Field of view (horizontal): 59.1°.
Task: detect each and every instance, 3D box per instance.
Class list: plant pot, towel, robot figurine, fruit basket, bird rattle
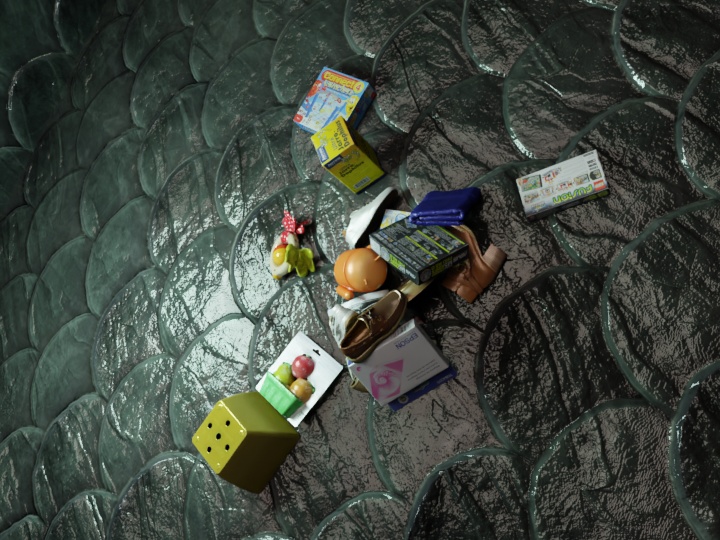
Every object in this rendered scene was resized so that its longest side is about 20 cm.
[{"bbox_3d":[-0.320,0.446,1.683,0.200,0.176,0.201,38,93,33],"label":"plant pot"},{"bbox_3d":[0.214,-0.156,1.589,0.146,0.200,0.050,-3,111,24],"label":"towel"},{"bbox_3d":[-0.001,0.002,1.656,0.143,0.200,0.118,-19,95,-18],"label":"robot figurine"},{"bbox_3d":[-0.166,0.292,1.718,0.185,0.094,0.200,33,75,33],"label":"fruit basket"},{"bbox_3d":[0.120,0.045,1.569,0.199,0.200,0.028,-39,93,12],"label":"plant pot"},{"bbox_3d":[-0.218,-0.065,1.855,0.163,0.112,0.202,-41,53,30],"label":"bird rattle"}]

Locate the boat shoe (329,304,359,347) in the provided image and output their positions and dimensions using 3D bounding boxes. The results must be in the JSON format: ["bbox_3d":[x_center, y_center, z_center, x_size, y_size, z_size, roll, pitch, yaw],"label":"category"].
[{"bbox_3d":[-0.046,0.137,1.628,0.069,0.201,0.071,38,65,14],"label":"boat shoe"}]

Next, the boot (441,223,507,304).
[{"bbox_3d":[0.249,-0.028,1.586,0.199,0.077,0.156,38,99,18],"label":"boot"}]

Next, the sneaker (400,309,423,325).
[{"bbox_3d":[0.071,0.184,1.596,0.201,0.067,0.108,-43,74,-3],"label":"sneaker"}]

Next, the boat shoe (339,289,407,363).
[{"bbox_3d":[0.030,0.123,1.457,0.200,0.068,0.072,-49,50,-1],"label":"boat shoe"}]

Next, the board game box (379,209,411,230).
[{"bbox_3d":[0.139,-0.084,1.690,0.198,0.034,0.137,10,78,32],"label":"board game box"}]

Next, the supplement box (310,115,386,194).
[{"bbox_3d":[-0.031,-0.317,1.770,0.109,0.200,0.110,-32,61,16],"label":"supplement box"}]

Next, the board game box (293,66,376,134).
[{"bbox_3d":[-0.081,-0.503,1.949,0.199,0.056,0.197,30,89,34],"label":"board game box"}]

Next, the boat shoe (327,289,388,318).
[{"bbox_3d":[-0.001,0.107,1.678,0.198,0.073,0.069,-24,79,27],"label":"boat shoe"}]

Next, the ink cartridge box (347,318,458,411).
[{"bbox_3d":[0.104,0.239,1.510,0.195,0.200,0.043,-34,21,16],"label":"ink cartridge box"}]

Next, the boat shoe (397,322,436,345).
[{"bbox_3d":[0.087,0.143,1.532,0.197,0.075,0.067,4,74,5],"label":"boat shoe"}]

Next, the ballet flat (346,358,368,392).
[{"bbox_3d":[0.000,0.211,1.620,0.071,0.068,0.203,2,93,-10],"label":"ballet flat"}]

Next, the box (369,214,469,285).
[{"bbox_3d":[0.140,-0.059,1.543,0.159,0.045,0.200,-27,42,-23],"label":"box"}]

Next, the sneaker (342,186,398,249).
[{"bbox_3d":[0.019,-0.162,1.762,0.085,0.073,0.201,43,98,31],"label":"sneaker"}]

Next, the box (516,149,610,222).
[{"bbox_3d":[0.487,-0.203,1.534,0.198,0.035,0.111,-19,65,23],"label":"box"}]
